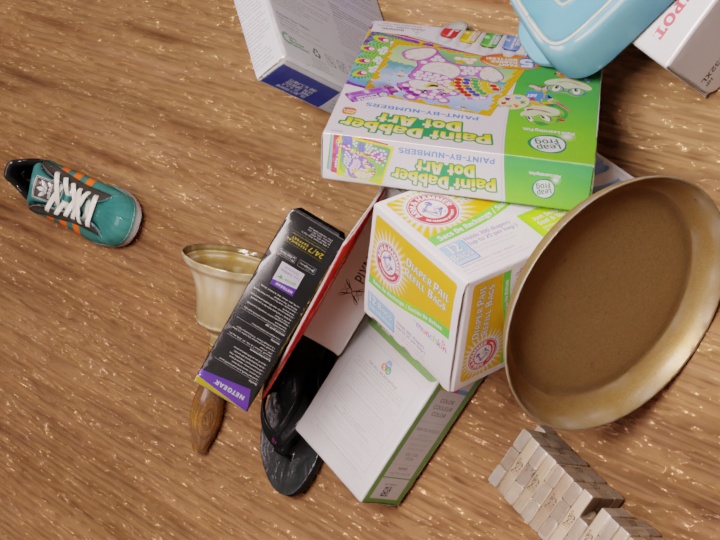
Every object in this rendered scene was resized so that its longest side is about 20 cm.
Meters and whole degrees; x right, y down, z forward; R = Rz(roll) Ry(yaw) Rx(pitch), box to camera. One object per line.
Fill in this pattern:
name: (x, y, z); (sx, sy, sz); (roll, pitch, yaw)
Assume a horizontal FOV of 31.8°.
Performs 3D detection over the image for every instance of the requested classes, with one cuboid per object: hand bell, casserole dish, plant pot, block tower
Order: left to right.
hand bell: (-0.141, 0.084, 1.239); (0.104, 0.104, 0.202); (23, 107, 40)
block tower: (0.181, 0.199, 0.954); (0.200, 0.058, 0.054); (45, 108, 38)
casserole dish: (0.185, -0.237, 0.945); (0.200, 0.039, 0.122); (-44, 56, 27)
plant pot: (0.179, 0.022, 0.904); (0.027, 0.199, 0.201); (40, 106, 50)

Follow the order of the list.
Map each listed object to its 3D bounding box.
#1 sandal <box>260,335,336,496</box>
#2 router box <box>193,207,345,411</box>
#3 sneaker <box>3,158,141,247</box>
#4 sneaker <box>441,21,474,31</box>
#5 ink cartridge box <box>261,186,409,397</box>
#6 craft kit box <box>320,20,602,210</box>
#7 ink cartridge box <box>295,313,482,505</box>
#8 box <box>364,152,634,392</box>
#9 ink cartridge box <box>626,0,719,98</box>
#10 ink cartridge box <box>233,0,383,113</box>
sandal: (-0.064, 0.108, 1.180); (0.075, 0.048, 0.203); (6, 84, 40)
router box: (-0.072, 0.026, 1.080); (0.052, 0.200, 0.158); (30, 93, -2)
sneaker: (-0.328, -0.078, 1.416); (0.199, 0.080, 0.072); (22, 95, 40)
sneaker: (0.104, -0.137, 1.081); (0.092, 0.076, 0.201); (-38, 63, 13)
ink cartridge box: (0.000, 0.000, 1.029); (0.044, 0.177, 0.201); (29, 134, -1)
craft kit box: (0.085, -0.125, 0.975); (0.198, 0.198, 0.049); (7, 129, 8)
ink cartridge box: (0.038, 0.092, 1.092); (0.104, 0.059, 0.201); (42, 108, 38)
box: (0.113, -0.011, 0.947); (0.112, 0.199, 0.102); (41, 140, 37)
ink cartridge box: (0.233, -0.257, 0.988); (0.146, 0.083, 0.200); (-54, 53, 17)
ink cartridge box: (-0.043, -0.232, 1.138); (0.043, 0.196, 0.202); (-31, 62, 28)
